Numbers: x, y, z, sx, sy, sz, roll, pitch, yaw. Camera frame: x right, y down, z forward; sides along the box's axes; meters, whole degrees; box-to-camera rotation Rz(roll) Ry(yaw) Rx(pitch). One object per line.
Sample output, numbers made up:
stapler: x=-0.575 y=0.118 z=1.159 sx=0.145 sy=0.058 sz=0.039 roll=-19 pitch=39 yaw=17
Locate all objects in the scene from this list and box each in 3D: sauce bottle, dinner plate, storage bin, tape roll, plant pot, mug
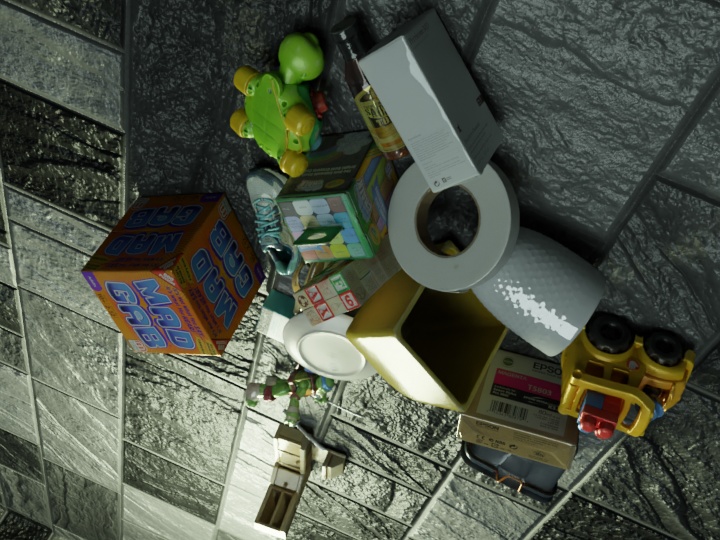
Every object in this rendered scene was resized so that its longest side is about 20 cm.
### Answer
sauce bottle: x=0.018 y=-0.248 z=1.145 sx=0.065 sy=0.066 sz=0.201 roll=-8 pitch=130 yaw=33
dinner plate: x=-0.051 y=0.147 z=1.535 sx=0.197 sy=0.024 sz=0.202 roll=10 pitch=139 yaw=9
storage bin: x=0.302 y=0.319 z=1.538 sx=0.198 sy=0.146 sz=0.135 roll=26 pitch=129 yaw=-1
tape roll: x=0.131 y=-0.071 z=1.196 sx=0.200 sy=0.037 sz=0.206 roll=1 pitch=92 yaw=32
plant pot: x=0.091 y=0.094 z=1.375 sx=0.199 sy=0.197 sz=0.195 roll=-8 pitch=131 yaw=51
mug: x=0.246 y=0.021 z=1.263 sx=0.174 sy=0.149 sz=0.200 roll=34 pitch=169 yaw=-1

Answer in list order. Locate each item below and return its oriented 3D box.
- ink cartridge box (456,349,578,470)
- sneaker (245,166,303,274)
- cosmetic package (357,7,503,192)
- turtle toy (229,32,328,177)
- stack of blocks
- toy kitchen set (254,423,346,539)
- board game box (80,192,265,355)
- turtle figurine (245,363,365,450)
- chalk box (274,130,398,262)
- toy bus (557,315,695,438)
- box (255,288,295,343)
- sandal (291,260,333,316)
ink cartridge box: x=0.279 y=0.230 z=1.426 sx=0.197 sy=0.166 sz=0.076 roll=13 pitch=136 yaw=13
sneaker: x=-0.138 y=-0.079 z=1.380 sx=0.077 sy=0.087 sz=0.201 roll=-3 pitch=132 yaw=27
cosmetic package: x=0.094 y=-0.219 z=1.078 sx=0.080 sy=0.113 sz=0.201 roll=-17 pitch=115 yaw=38
turtle toy: x=-0.102 y=-0.241 z=1.183 sx=0.145 sy=0.101 sz=0.201 roll=39 pitch=141 yaw=21
stack of blocks: x=0.000 y=0.000 z=1.299 sx=0.114 sy=0.200 sz=0.059 roll=-25 pitch=100 yaw=43
toy kitchen set: x=-0.137 y=0.490 z=1.889 sx=0.161 sy=0.182 sz=0.201 roll=16 pitch=142 yaw=9
board game box: x=-0.323 y=0.006 z=1.475 sx=0.197 sy=0.201 sz=0.201 roll=0 pitch=132 yaw=27
turtle figurine: x=-0.127 y=0.276 z=1.697 sx=0.192 sy=0.145 sz=0.202 roll=-2 pitch=128 yaw=34
chalk box: x=-0.034 y=-0.094 z=1.225 sx=0.123 sy=0.201 sz=0.125 roll=-1 pitch=133 yaw=28
toy bus: x=0.408 y=0.190 z=1.302 sx=0.197 sy=0.193 sz=0.137 roll=15 pitch=137 yaw=10
box: x=-0.096 y=0.115 z=1.585 sx=0.198 sy=0.049 sz=0.083 roll=25 pitch=138 yaw=1
sandal: x=-0.091 y=0.014 z=1.472 sx=0.054 sy=0.080 sz=0.201 roll=42 pitch=144 yaw=10
